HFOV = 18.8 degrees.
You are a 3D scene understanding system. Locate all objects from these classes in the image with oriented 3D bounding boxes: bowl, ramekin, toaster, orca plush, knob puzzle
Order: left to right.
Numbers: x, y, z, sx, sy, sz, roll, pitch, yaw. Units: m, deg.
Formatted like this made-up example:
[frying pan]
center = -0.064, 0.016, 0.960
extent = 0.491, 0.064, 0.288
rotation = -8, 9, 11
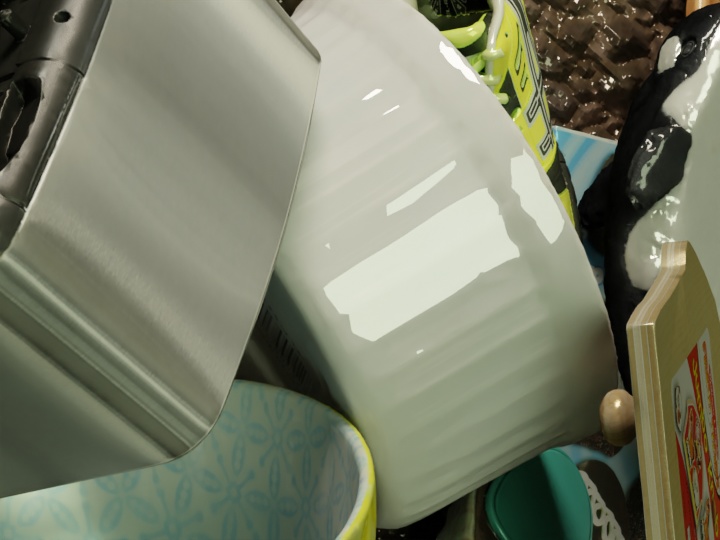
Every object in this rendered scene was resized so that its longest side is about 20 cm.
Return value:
[toaster]
center = -0.117, -0.033, 0.708
extent = 0.119, 0.199, 0.182
rotation = 43, 46, -37
[bowl]
center = -0.085, 0.128, 0.738
extent = 0.199, 0.200, 0.109
rotation = -19, 115, -24
[ramekin]
center = 0.000, 0.000, 0.827
extent = 0.097, 0.200, 0.201
rotation = -31, 101, -15
[orca plush]
center = 0.128, -0.014, 0.920
extent = 0.105, 0.071, 0.202
rotation = -17, 112, -39
[knob puzzle]
center = 0.119, 0.088, 0.818
extent = 0.030, 0.219, 0.222
rotation = -5, 90, 17

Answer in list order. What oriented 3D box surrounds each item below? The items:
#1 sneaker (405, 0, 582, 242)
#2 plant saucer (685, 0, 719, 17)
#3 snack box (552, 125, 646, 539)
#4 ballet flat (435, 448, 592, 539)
[sneaker]
center = 0.042, -0.066, 0.899
extent = 0.075, 0.076, 0.202
rotation = -16, 88, 9
[plant saucer]
center = 0.230, -0.088, 0.998
extent = 0.199, 0.037, 0.202
rotation = 10, 66, -22
[snack box]
center = 0.112, 0.047, 0.960
extent = 0.115, 0.037, 0.202
rotation = 12, 83, -25
[ballet flat]
center = 0.042, 0.127, 0.841
extent = 0.068, 0.062, 0.200
rotation = 57, 24, -10
